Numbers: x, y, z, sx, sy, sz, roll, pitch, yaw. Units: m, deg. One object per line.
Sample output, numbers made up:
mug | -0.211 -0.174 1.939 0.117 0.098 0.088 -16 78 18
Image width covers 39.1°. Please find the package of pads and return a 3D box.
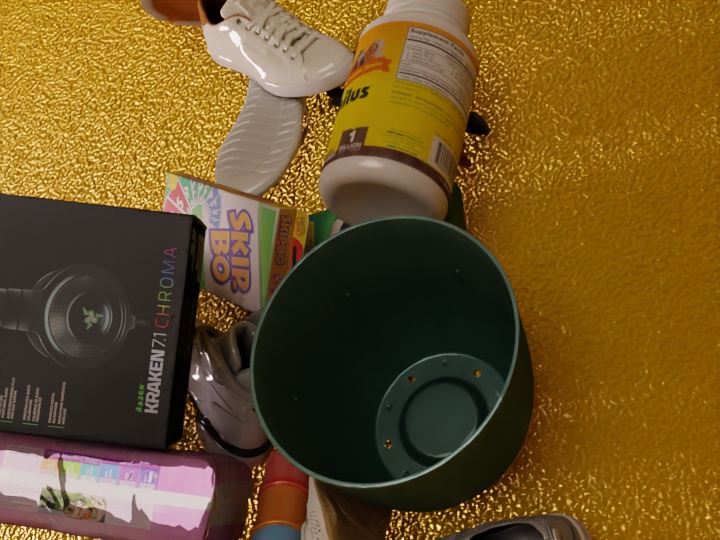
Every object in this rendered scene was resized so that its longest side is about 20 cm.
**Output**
package of pads | -0.193 0.174 0.805 0.197 0.121 0.077 5 77 10

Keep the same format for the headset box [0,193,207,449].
headset box | -0.229 0.036 0.778 0.197 0.093 0.177 7 85 -1

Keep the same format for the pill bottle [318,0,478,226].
pill bottle | 0.038 -0.137 0.853 0.108 0.109 0.202 1 61 27

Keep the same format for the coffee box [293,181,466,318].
coffee box | 0.000 0.000 0.897 0.198 0.044 0.125 -17 60 20

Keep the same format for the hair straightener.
hair straightener | 0.043 -0.164 0.962 0.199 0.041 0.077 28 82 39

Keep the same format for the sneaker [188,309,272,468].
sneaker | -0.131 0.066 0.886 0.200 0.074 0.116 48 135 31

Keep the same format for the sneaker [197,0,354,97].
sneaker | -0.091 -0.230 0.995 0.198 0.085 0.073 22 58 35

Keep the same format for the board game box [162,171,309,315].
board game box | -0.120 -0.025 0.918 0.199 0.030 0.097 19 104 43

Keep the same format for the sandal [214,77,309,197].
sandal | -0.084 -0.137 1.004 0.081 0.050 0.205 -2 52 22

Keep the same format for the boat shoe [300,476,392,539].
boat shoe | -0.017 0.206 0.753 0.070 0.070 0.200 -62 11 14

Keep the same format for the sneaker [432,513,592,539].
sneaker | 0.066 0.218 0.737 0.198 0.082 0.075 -28 57 13

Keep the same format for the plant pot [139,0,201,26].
plant pot | -0.180 -0.375 1.092 0.198 0.200 0.186 -10 79 23

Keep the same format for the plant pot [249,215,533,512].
plant pot | 0.040 0.088 0.759 0.198 0.161 0.203 -11 58 18

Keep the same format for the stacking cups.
stacking cups | -0.061 0.223 0.779 0.060 0.061 0.201 -17 39 19
